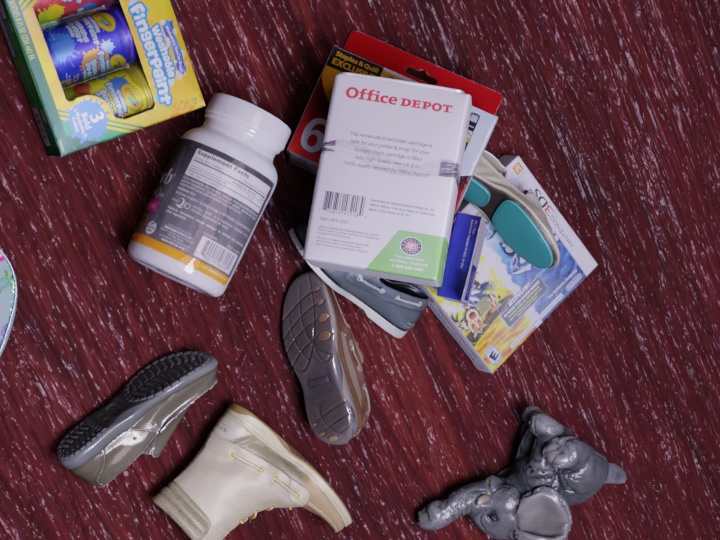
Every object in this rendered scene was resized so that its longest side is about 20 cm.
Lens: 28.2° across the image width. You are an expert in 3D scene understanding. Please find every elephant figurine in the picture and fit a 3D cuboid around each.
[{"bbox_3d":[0.197,0.276,1.749,0.200,0.155,0.142,-54,156,0],"label":"elephant figurine"}]

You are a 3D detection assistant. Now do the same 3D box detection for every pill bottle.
[{"bbox_3d":[-0.159,-0.082,1.542,0.116,0.116,0.200,28,82,-24],"label":"pill bottle"}]

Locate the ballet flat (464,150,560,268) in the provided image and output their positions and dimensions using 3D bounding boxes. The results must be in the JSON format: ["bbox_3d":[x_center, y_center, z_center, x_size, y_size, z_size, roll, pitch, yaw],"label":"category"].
[{"bbox_3d":[0.166,-0.088,1.672,0.200,0.069,0.069,43,76,0],"label":"ballet flat"}]

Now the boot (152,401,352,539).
[{"bbox_3d":[-0.120,0.267,1.616,0.200,0.073,0.155,45,76,-20],"label":"boot"}]

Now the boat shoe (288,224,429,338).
[{"bbox_3d":[0.000,0.000,1.638,0.062,0.073,0.200,-43,120,12],"label":"boat shoe"}]

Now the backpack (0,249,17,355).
[{"bbox_3d":[-0.441,0.029,1.411,0.200,0.151,0.178,19,86,-30],"label":"backpack"}]

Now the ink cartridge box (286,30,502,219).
[{"bbox_3d":[0.043,-0.166,1.604,0.200,0.084,0.176,23,84,1],"label":"ink cartridge box"}]

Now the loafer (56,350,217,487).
[{"bbox_3d":[-0.235,0.162,1.562,0.200,0.075,0.070,-36,120,-13],"label":"loafer"}]

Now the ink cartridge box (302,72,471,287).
[{"bbox_3d":[0.030,-0.094,1.506,0.145,0.084,0.200,10,85,6],"label":"ink cartridge box"}]

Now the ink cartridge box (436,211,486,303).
[{"bbox_3d":[0.113,-0.012,1.587,0.037,0.200,0.095,14,89,4],"label":"ink cartridge box"}]

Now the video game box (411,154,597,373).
[{"bbox_3d":[0.167,-0.009,1.737,0.200,0.047,0.182,-45,108,-15],"label":"video game box"}]

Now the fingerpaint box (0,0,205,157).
[{"bbox_3d":[-0.276,-0.239,1.495,0.167,0.073,0.200,-22,104,-21],"label":"fingerpaint box"}]

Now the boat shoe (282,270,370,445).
[{"bbox_3d":[-0.036,0.098,1.648,0.072,0.076,0.200,-11,91,-57],"label":"boat shoe"}]
